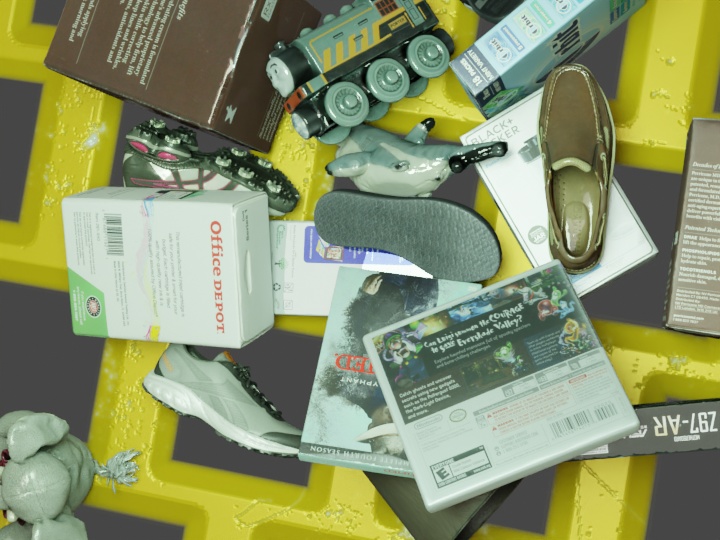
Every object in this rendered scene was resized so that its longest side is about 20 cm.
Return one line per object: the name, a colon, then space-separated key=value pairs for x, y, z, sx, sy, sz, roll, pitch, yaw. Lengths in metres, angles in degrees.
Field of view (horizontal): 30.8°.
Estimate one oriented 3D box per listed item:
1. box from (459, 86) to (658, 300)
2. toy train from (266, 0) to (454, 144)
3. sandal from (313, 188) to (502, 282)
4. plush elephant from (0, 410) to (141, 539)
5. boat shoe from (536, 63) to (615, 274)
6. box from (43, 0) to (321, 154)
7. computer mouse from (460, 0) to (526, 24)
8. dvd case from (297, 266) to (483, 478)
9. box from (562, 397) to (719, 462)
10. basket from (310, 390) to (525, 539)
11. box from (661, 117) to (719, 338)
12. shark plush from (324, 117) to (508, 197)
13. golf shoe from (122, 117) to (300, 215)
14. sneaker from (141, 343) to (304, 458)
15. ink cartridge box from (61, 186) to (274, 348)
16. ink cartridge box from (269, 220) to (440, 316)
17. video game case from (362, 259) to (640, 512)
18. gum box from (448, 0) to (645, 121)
box: x=0.196 y=-0.073 z=1.304 sx=0.116 sy=0.060 sz=0.201 roll=-29 pitch=81 yaw=8
toy train: x=0.000 y=-0.210 z=1.314 sx=0.200 sy=0.085 sz=0.114 roll=-33 pitch=90 yaw=-22
sandal: x=0.051 y=-0.044 z=1.298 sx=0.199 sy=0.043 sz=0.076 roll=18 pitch=109 yaw=22
plush elephant: x=-0.341 y=0.222 z=1.342 sx=0.199 sy=0.155 sz=0.165 roll=-13 pitch=84 yaw=11
boat shoe: x=0.206 y=-0.100 z=1.235 sx=0.074 sy=0.075 sz=0.203 roll=-5 pitch=85 yaw=10
box: x=-0.177 y=-0.236 z=1.329 sx=0.199 sy=0.164 sz=0.166 roll=22 pitch=92 yaw=16
computer mouse: x=0.143 y=-0.318 z=1.308 sx=0.141 sy=0.046 sz=0.200 roll=-52 pitch=42 yaw=5
dvd case: x=0.031 y=0.094 z=1.228 sx=0.145 sy=0.022 sz=0.201 roll=8 pitch=63 yaw=9
box: x=0.279 y=0.146 z=1.222 sx=0.199 sy=0.160 sz=0.044 roll=-6 pitch=84 yaw=10
basket: x=0.057 y=0.159 z=1.282 sx=0.200 sy=0.136 sz=0.181 roll=42 pitch=120 yaw=17
box: x=0.337 y=-0.038 z=1.253 sx=0.075 sy=0.100 sz=0.201 roll=9 pitch=88 yaw=12
shark plush: x=0.048 y=-0.122 z=1.301 sx=0.200 sy=0.091 sz=0.084 roll=-9 pitch=55 yaw=46
golf shoe: x=-0.159 y=-0.090 z=1.381 sx=0.199 sy=0.077 sz=0.088 roll=22 pitch=111 yaw=14
sneaker: x=-0.127 y=0.134 z=1.350 sx=0.200 sy=0.074 sz=0.080 roll=27 pitch=87 yaw=12
ink cartridge box: x=-0.194 y=-0.007 z=1.332 sx=0.199 sy=0.084 sz=0.145 roll=3 pitch=104 yaw=22
ink cartridge box: x=0.000 y=0.000 z=1.350 sx=0.199 sy=0.039 sz=0.100 roll=2 pitch=87 yaw=13
video game case: x=0.123 y=0.100 z=1.177 sx=0.199 sy=0.023 sz=0.182 roll=-22 pitch=59 yaw=0
gum box: x=0.185 y=-0.230 z=1.261 sx=0.200 sy=0.170 sz=0.045 roll=-39 pitch=81 yaw=7
